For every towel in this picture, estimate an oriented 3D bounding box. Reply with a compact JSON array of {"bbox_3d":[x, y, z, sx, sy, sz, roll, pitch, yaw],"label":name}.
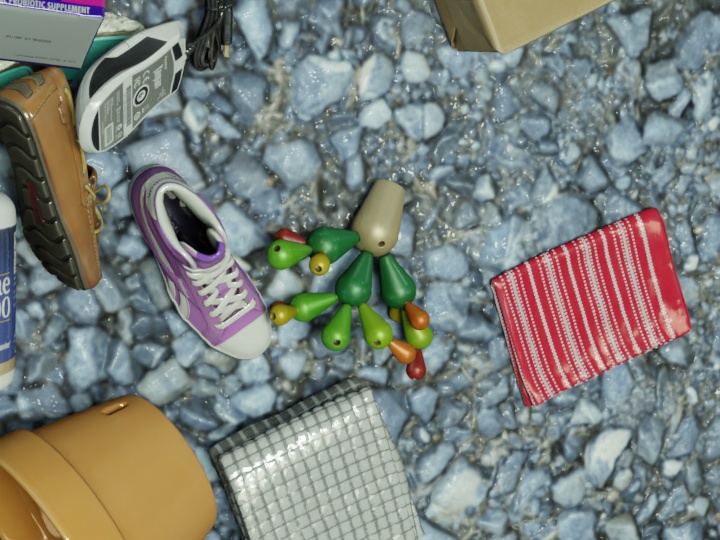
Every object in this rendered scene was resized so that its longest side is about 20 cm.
[{"bbox_3d":[-0.037,0.222,1.323,0.164,0.085,0.203,-24,107,-17],"label":"towel"},{"bbox_3d":[0.234,0.036,1.424,0.198,0.022,0.147,-23,107,-16],"label":"towel"}]

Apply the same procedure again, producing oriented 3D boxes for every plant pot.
[{"bbox_3d":[-0.214,0.200,1.199,0.139,0.199,0.202,-34,111,-28],"label":"plant pot"}]

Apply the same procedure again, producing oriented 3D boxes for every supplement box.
[{"bbox_3d":[-0.253,-0.273,1.092,0.100,0.103,0.203,4,74,-21],"label":"supplement box"}]

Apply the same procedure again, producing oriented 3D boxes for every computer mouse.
[{"bbox_3d":[-0.173,-0.173,1.156,0.044,0.110,0.200,32,53,16],"label":"computer mouse"}]

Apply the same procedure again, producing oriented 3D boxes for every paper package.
[{"bbox_3d":[0.154,-0.317,1.279,0.198,0.103,0.193,-28,108,-13],"label":"paper package"}]

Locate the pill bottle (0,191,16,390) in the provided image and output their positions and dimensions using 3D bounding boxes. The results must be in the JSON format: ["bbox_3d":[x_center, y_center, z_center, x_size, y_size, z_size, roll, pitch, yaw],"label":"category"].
[{"bbox_3d":[-0.333,-0.006,1.144,0.109,0.111,0.203,-1,101,-21],"label":"pill bottle"}]

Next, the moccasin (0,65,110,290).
[{"bbox_3d":[-0.246,-0.072,1.173,0.078,0.073,0.204,-40,132,-37],"label":"moccasin"}]

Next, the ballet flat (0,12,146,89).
[{"bbox_3d":[-0.271,-0.186,1.162,0.198,0.072,0.073,-19,107,-18],"label":"ballet flat"}]

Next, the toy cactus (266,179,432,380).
[{"bbox_3d":[0.000,0.000,1.300,0.198,0.102,0.167,28,71,-22],"label":"toy cactus"}]

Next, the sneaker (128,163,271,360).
[{"bbox_3d":[-0.131,0.005,1.225,0.072,0.114,0.202,-38,113,-12],"label":"sneaker"}]
